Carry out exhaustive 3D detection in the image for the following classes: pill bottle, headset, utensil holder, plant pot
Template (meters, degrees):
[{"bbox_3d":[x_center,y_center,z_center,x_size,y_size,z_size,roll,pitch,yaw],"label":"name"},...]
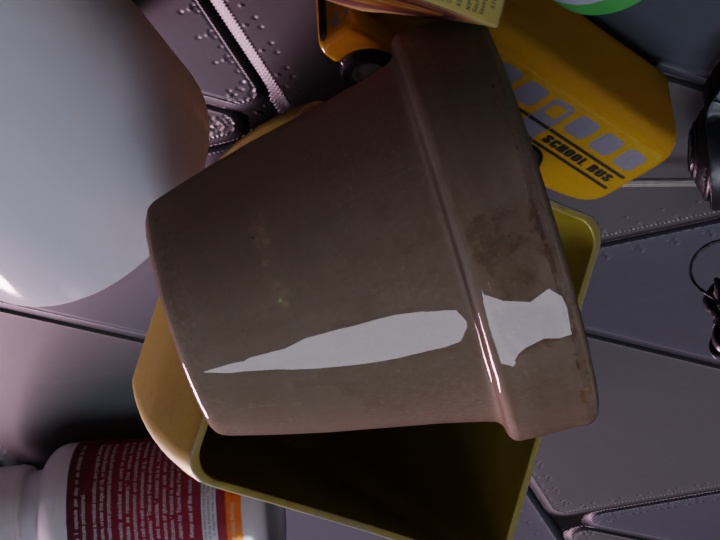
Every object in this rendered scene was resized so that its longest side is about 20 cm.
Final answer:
[{"bbox_3d":[-0.158,0.174,1.385,0.199,0.113,0.113,-4,146,5],"label":"pill bottle"},{"bbox_3d":[0.233,-0.046,1.065,0.123,0.094,0.200,17,130,-7],"label":"headset"},{"bbox_3d":[-0.187,-0.096,0.933,0.170,0.170,0.200,-14,147,19],"label":"utensil holder"},{"bbox_3d":[-0.017,0.033,1.093,0.200,0.200,0.176,21,173,-28],"label":"plant pot"},{"bbox_3d":[0.000,0.000,0.901,0.174,0.201,0.200,-18,145,0],"label":"plant pot"}]

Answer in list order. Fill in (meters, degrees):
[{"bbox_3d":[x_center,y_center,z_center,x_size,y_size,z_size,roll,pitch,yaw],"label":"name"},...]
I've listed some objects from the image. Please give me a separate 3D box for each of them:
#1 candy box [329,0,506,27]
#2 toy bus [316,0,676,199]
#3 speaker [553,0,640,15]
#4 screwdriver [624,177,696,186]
[{"bbox_3d":[-0.044,-0.156,0.825,0.200,0.057,0.117,15,-178,-33],"label":"candy box"},{"bbox_3d":[0.069,-0.107,1.008,0.200,0.065,0.078,28,136,-36],"label":"toy bus"},{"bbox_3d":[0.073,-0.198,0.856,0.088,0.089,0.200,-18,143,24],"label":"speaker"},{"bbox_3d":[0.213,-0.055,1.127,0.199,0.028,0.029,4,116,-4],"label":"screwdriver"}]
